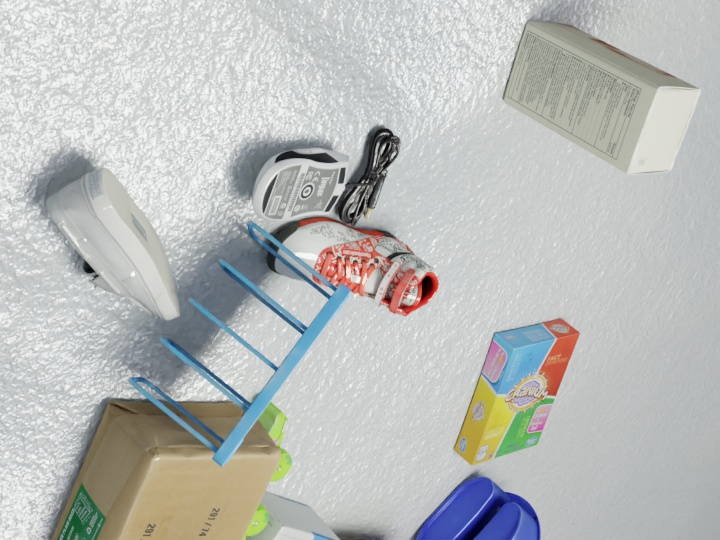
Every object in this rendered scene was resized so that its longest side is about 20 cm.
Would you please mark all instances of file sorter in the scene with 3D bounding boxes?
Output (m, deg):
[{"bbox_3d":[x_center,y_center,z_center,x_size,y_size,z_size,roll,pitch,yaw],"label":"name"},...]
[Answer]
[{"bbox_3d":[-0.117,0.068,1.120,0.201,0.122,0.139,-53,-179,-6],"label":"file sorter"}]

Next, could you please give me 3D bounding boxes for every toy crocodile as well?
[{"bbox_3d":[-0.133,0.243,1.330,0.061,0.067,0.203,2,118,-44],"label":"toy crocodile"}]

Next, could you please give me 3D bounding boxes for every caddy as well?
[{"bbox_3d":[0.177,0.411,1.713,0.200,0.141,0.105,-44,138,-8],"label":"caddy"}]

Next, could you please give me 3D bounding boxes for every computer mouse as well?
[{"bbox_3d":[-0.044,-0.096,1.181,0.198,0.044,0.111,-6,128,-49],"label":"computer mouse"}]

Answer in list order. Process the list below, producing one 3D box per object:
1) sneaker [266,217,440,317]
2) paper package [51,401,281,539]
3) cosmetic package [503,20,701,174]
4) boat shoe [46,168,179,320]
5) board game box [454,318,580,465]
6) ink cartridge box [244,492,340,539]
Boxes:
[{"bbox_3d":[0.001,-0.001,1.244,0.199,0.108,0.068,3,118,-46],"label":"sneaker"},{"bbox_3d":[-0.210,0.248,1.230,0.189,0.103,0.202,8,114,-46],"label":"paper package"},{"bbox_3d":[0.267,-0.196,1.285,0.086,0.200,0.105,-6,124,-40],"label":"cosmetic package"},{"bbox_3d":[-0.224,-0.012,1.050,0.067,0.073,0.201,-18,150,4],"label":"boat shoe"},{"bbox_3d":[0.227,0.176,1.660,0.151,0.040,0.203,-9,125,-41],"label":"board game box"},{"bbox_3d":[-0.135,0.385,1.425,0.202,0.086,0.146,-56,141,2],"label":"ink cartridge box"}]
